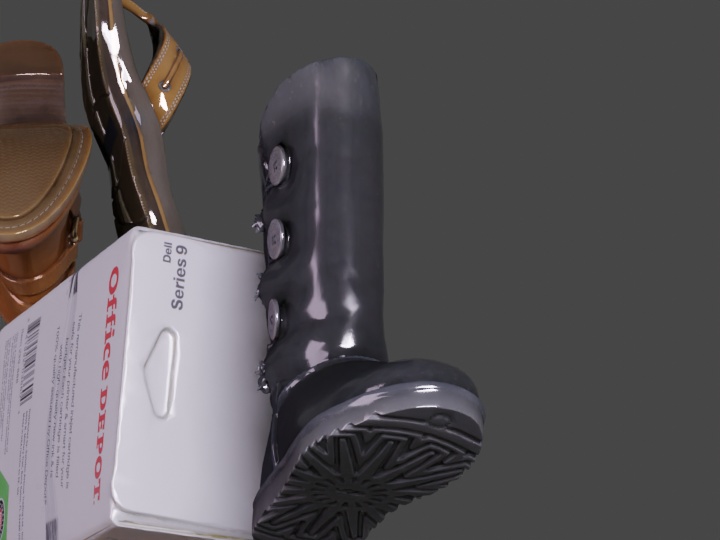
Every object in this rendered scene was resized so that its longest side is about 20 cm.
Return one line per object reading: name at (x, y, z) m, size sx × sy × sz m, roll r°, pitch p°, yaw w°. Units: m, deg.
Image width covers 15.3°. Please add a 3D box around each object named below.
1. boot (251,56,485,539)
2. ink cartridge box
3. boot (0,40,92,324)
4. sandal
boot at (-0.001, 0.000, 1.133) m, size 0.165 × 0.065 × 0.201 m, roll -40°, pitch 41°, yaw 53°
ink cartridge box at (-0.115, 0.079, 1.319) m, size 0.200 × 0.084 × 0.147 m, roll 150°, pitch 127°, yaw -60°
boot at (-0.190, -0.018, 1.495) m, size 0.200 × 0.076 × 0.156 m, roll -110°, pitch 19°, yaw -58°
sandal at (-0.113, -0.090, 1.430) m, size 0.082 × 0.054 × 0.201 m, roll 117°, pitch 140°, yaw -63°
